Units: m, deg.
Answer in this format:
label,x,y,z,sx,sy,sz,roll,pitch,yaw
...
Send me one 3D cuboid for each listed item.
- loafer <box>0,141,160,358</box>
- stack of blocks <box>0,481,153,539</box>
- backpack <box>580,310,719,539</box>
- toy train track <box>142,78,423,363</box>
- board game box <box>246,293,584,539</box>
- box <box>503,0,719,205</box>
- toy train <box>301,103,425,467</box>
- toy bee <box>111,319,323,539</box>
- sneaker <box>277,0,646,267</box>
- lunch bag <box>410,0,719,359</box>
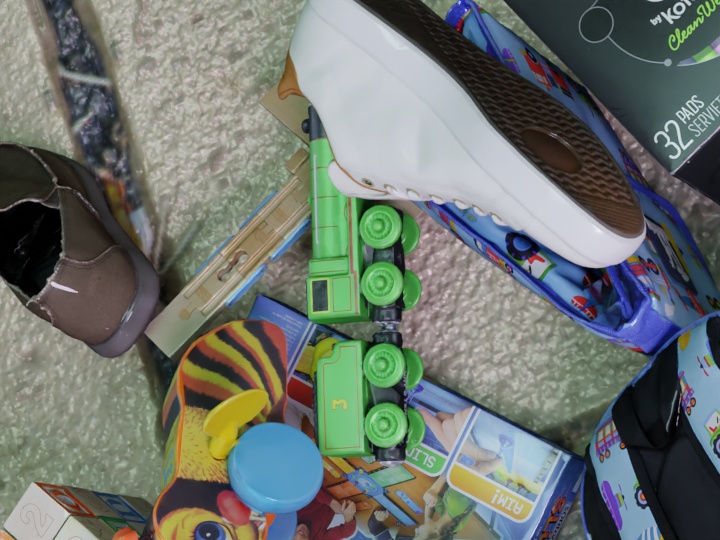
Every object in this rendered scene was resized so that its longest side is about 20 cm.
label,x,y,z,sx,sy,sz,roll,pitch,yaw
loafer,-0.177,-0.025,1.270,0.073,0.071,0.200,-59,40,4
stack of blocks,-0.087,0.192,1.191,0.200,0.115,0.059,36,96,25
backpack,0.198,0.118,1.019,0.183,0.134,0.200,-53,56,36
toy train track,-0.033,-0.028,1.239,0.200,0.033,0.115,-46,65,-4
board game box,0.002,0.114,1.209,0.200,0.034,0.135,27,92,27
box,0.191,-0.152,1.125,0.200,0.124,0.149,-46,66,11
toy train,0.000,0.000,1.184,0.056,0.042,0.200,-5,80,20
toy bee,-0.072,0.110,1.140,0.200,0.109,0.131,-117,35,-51
sneaker,0.041,-0.050,1.042,0.200,0.073,0.085,43,119,29
lunch bag,0.104,-0.014,1.116,0.094,0.151,0.200,-44,62,11
